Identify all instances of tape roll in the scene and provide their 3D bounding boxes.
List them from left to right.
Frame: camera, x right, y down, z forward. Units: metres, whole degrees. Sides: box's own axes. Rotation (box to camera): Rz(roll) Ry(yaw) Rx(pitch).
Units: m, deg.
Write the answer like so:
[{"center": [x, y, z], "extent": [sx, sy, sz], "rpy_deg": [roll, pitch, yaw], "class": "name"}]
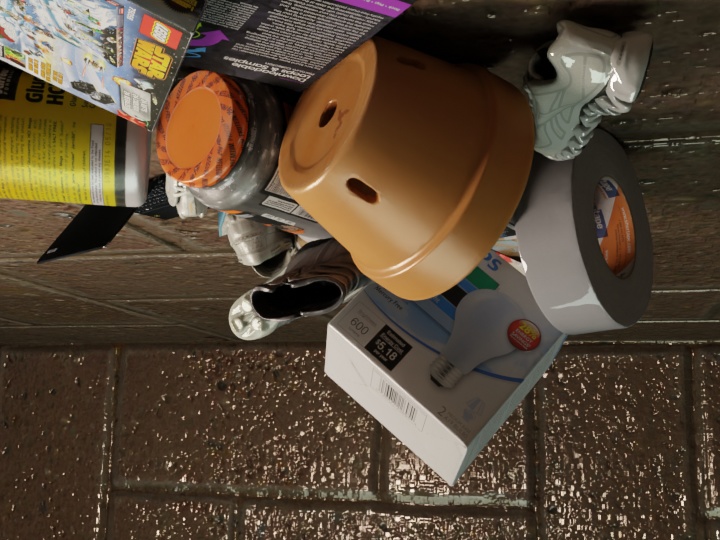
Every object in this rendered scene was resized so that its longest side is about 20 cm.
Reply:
[{"center": [0.234, -0.039, 0.957], "extent": [0.065, 0.205, 0.198], "rpy_deg": [-11, 165, 38], "class": "tape roll"}]

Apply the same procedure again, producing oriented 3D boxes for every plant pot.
[{"center": [0.025, -0.097, 0.761], "extent": [0.138, 0.204, 0.199], "rpy_deg": [27, 158, -28], "class": "plant pot"}]

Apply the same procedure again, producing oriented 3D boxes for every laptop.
[{"center": [-0.290, -0.054, 1.221], "extent": [0.175, 0.106, 0.198], "rpy_deg": [-8, 166, 43], "class": "laptop"}]

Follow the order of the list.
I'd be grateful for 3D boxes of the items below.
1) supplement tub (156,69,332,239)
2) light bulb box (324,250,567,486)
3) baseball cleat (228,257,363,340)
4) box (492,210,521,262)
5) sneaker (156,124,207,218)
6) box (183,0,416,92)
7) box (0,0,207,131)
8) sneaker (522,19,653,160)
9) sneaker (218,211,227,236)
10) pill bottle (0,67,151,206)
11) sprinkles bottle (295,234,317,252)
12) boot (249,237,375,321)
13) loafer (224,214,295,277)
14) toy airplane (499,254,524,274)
[{"center": [-0.084, -0.106, 0.859], "extent": [0.120, 0.126, 0.198], "rpy_deg": [-6, 167, 35], "class": "supplement tub"}, {"center": [0.095, 0.081, 1.019], "extent": [0.197, 0.200, 0.126], "rpy_deg": [39, 154, 16], "class": "light bulb box"}, {"center": [-0.059, 0.013, 1.046], "extent": [0.197, 0.071, 0.106], "rpy_deg": [-23, -176, 25], "class": "baseball cleat"}, {"center": [0.165, -0.081, 0.991], "extent": [0.059, 0.120, 0.199], "rpy_deg": [-8, 165, 31], "class": "box"}, {"center": [-0.169, -0.107, 0.948], "extent": [0.074, 0.094, 0.200], "rpy_deg": [2, 169, -3], "class": "sneaker"}, {"center": [-0.066, -0.187, 0.663], "extent": [0.140, 0.037, 0.199], "rpy_deg": [8, 167, -27], "class": "box"}, {"center": [-0.186, -0.171, 0.643], "extent": [0.135, 0.041, 0.199], "rpy_deg": [25, 163, -15], "class": "box"}, {"center": [0.169, -0.150, 0.768], "extent": [0.079, 0.077, 0.200], "rpy_deg": [16, 167, -2], "class": "sneaker"}, {"center": [-0.130, -0.086, 1.112], "extent": [0.079, 0.079, 0.200], "rpy_deg": [-2, 174, -15], "class": "sneaker"}, {"center": [-0.289, -0.120, 0.833], "extent": [0.195, 0.115, 0.112], "rpy_deg": [3, 170, -12], "class": "pill bottle"}, {"center": [-0.044, -0.036, 1.087], "extent": [0.066, 0.070, 0.201], "rpy_deg": [1, 161, 0], "class": "sprinkles bottle"}, {"center": [0.000, 0.000, 0.891], "extent": [0.197, 0.071, 0.132], "rpy_deg": [-21, -169, 23], "class": "boot"}, {"center": [-0.111, -0.025, 1.081], "extent": [0.068, 0.071, 0.200], "rpy_deg": [-18, 173, 7], "class": "loafer"}, {"center": [0.205, 0.003, 1.364], "extent": [0.196, 0.145, 0.198], "rpy_deg": [-4, 168, 30], "class": "toy airplane"}]
